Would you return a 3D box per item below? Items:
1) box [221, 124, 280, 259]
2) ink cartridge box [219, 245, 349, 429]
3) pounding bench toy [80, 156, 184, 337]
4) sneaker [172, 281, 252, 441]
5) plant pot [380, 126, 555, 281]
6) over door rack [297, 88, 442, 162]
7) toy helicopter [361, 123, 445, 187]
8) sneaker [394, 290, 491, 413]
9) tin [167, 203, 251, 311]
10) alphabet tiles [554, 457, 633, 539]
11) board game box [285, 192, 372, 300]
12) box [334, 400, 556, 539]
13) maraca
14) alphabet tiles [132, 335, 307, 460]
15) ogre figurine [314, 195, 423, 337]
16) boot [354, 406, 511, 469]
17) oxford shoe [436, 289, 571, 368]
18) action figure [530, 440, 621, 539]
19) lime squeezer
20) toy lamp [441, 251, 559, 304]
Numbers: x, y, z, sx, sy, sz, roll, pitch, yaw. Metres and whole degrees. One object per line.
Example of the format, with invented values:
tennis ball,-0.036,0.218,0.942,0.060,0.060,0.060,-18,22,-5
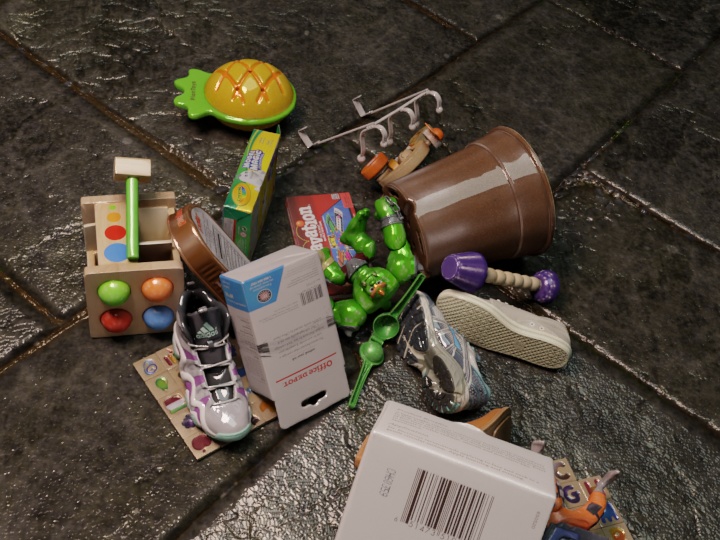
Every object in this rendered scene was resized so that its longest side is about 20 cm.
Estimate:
box,-0.158,-0.117,1.382,0.048,0.118,0.201,14,47,2
ink cartridge box,-0.093,0.084,1.191,0.115,0.202,0.068,-23,20,-30
pounding bench toy,-0.296,-0.027,1.219,0.123,0.201,0.157,-4,48,-14
sneaker,-0.187,0.101,1.153,0.077,0.141,0.201,-16,52,-23
plant pot,0.147,-0.084,1.368,0.197,0.201,0.201,-21,54,-17
over door rack,0.020,-0.234,1.523,0.147,0.067,0.199,-35,27,-34
toy helicopter,0.089,-0.195,1.503,0.079,0.132,0.200,44,30,-9
sneaker,0.111,0.111,1.268,0.086,0.078,0.201,8,43,-32
tin,-0.178,-0.005,1.227,0.042,0.200,0.112,-34,35,6
alphabet tiles,0.247,0.322,1.132,0.165,0.006,0.201,-9,50,-17
board game box,-0.045,-0.038,1.398,0.102,0.020,0.201,-6,50,-14
box,0.082,0.273,0.996,0.197,0.202,0.131,19,9,8
maraca,-0.204,-0.287,1.534,0.198,0.107,0.138,0,49,-10
alphabet tiles,-0.168,0.138,1.224,0.199,0.008,0.167,-25,56,-29
ogre figurine,0.000,0.000,1.292,0.200,0.098,0.120,-38,77,-24
boot,0.097,0.210,1.166,0.154,0.074,0.200,4,12,29
oxford shoe,0.200,0.074,1.305,0.199,0.075,0.058,21,45,3
action figure,0.258,0.320,1.094,0.199,0.104,0.195,31,51,-19
lime squeezer,0.031,0.097,1.263,0.038,0.070,0.201,35,77,-24
toy lamp,0.195,0.011,1.321,0.199,0.058,0.058,13,40,-38
